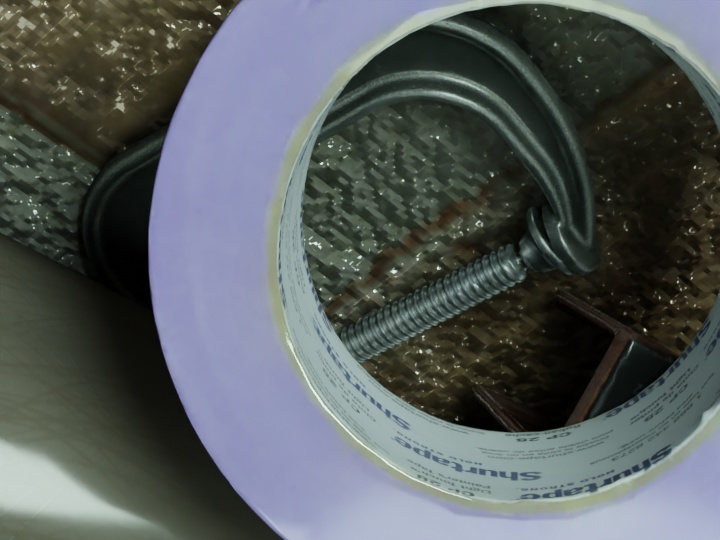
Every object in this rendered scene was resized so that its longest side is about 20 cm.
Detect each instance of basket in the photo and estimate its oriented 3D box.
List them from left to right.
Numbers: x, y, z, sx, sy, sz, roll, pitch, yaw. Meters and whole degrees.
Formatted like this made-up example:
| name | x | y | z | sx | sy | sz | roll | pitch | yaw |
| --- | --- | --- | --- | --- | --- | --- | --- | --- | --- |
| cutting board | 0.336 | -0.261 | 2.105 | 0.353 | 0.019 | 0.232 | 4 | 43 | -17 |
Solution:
| name | x | y | z | sx | sy | sz | roll | pitch | yaw |
| --- | --- | --- | --- | --- | --- | --- | --- | --- | --- |
| basket | -0.109 | 0.069 | 0.662 | 0.198 | 0.182 | 0.136 | 17 | 164 | -16 |

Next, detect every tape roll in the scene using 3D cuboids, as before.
| name | x | y | z | sx | sy | sz | roll | pitch | yaw |
| --- | --- | --- | --- | --- | --- | --- | --- | --- | --- |
| tape roll | 0.044 | -0.010 | 0.582 | 0.198 | 0.085 | 0.202 | 0 | 98 | 2 |

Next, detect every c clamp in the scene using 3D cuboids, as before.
| name | x | y | z | sx | sy | sz | roll | pitch | yaw |
| --- | --- | --- | --- | --- | --- | --- | --- | --- | --- |
| c clamp | 0.000 | 0.000 | 0.692 | 0.199 | 0.027 | 0.171 | -33 | 117 | 31 |

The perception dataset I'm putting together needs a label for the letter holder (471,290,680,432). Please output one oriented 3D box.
| name | x | y | z | sx | sy | sz | roll | pitch | yaw |
| --- | --- | --- | --- | --- | --- | --- | --- | --- | --- |
| letter holder | 0.126 | 0.092 | 0.732 | 0.199 | 0.142 | 0.101 | 28 | 95 | -17 |
